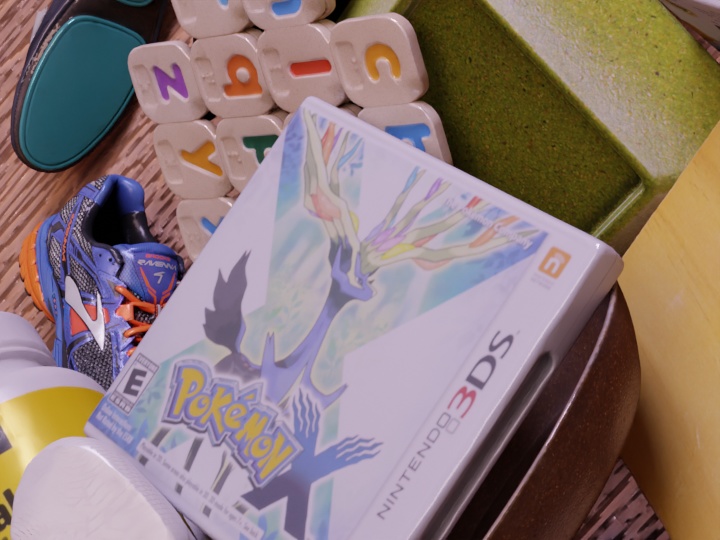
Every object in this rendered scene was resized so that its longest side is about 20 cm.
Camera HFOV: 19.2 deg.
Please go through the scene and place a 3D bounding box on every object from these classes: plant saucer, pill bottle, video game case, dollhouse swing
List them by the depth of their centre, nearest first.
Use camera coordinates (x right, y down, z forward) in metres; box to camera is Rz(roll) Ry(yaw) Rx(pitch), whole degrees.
[{"bbox_3d":[0.057,0.092,0.858,0.037,0.200,0.201,33,96,-5],"label":"plant saucer"},{"bbox_3d":[0.215,0.053,0.862,0.200,0.181,0.176,-59,30,34],"label":"dollhouse swing"},{"bbox_3d":[-0.011,0.034,0.879,0.200,0.022,0.183,30,85,47],"label":"video game case"},{"bbox_3d":[0.064,-0.062,0.957,0.200,0.048,0.200,47,140,6],"label":"plant saucer"},{"bbox_3d":[-0.148,0.117,1.007,0.111,0.111,0.200,-46,56,13],"label":"pill bottle"}]

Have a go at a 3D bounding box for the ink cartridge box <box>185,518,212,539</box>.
[{"bbox_3d":[-0.123,0.176,1.091,0.200,0.084,0.146,32,94,35],"label":"ink cartridge box"}]

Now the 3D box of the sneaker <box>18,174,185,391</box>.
[{"bbox_3d":[-0.124,0.024,1.125,0.079,0.075,0.200,-54,47,27],"label":"sneaker"}]

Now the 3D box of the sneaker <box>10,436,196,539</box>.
[{"bbox_3d":[-0.070,0.156,0.895,0.075,0.088,0.200,-38,83,15],"label":"sneaker"}]

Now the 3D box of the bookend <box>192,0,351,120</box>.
[{"bbox_3d":[0.025,-0.154,1.068,0.200,0.198,0.092,115,157,-58],"label":"bookend"}]

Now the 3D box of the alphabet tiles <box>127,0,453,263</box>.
[{"bbox_3d":[-0.030,-0.056,0.998,0.195,0.015,0.201,-1,111,47],"label":"alphabet tiles"}]

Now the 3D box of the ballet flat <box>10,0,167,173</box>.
[{"bbox_3d":[-0.147,-0.152,1.224,0.073,0.073,0.200,32,100,35],"label":"ballet flat"}]

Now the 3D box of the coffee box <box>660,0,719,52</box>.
[{"bbox_3d":[0.205,-0.129,0.899,0.080,0.200,0.115,24,89,35],"label":"coffee box"}]
